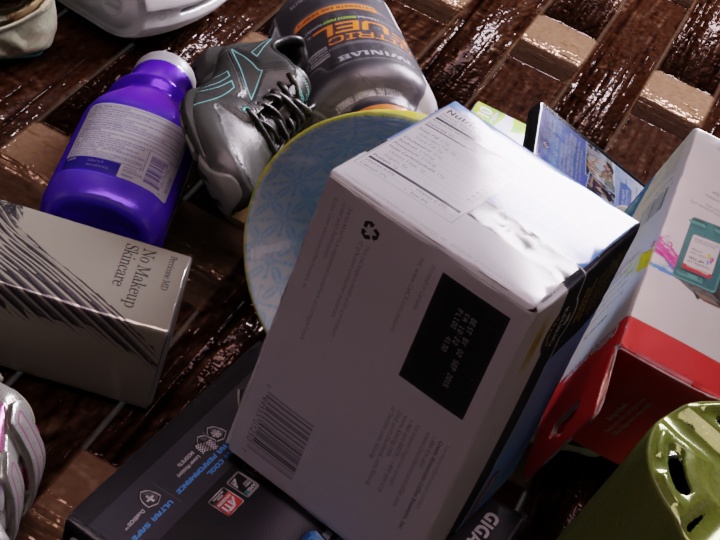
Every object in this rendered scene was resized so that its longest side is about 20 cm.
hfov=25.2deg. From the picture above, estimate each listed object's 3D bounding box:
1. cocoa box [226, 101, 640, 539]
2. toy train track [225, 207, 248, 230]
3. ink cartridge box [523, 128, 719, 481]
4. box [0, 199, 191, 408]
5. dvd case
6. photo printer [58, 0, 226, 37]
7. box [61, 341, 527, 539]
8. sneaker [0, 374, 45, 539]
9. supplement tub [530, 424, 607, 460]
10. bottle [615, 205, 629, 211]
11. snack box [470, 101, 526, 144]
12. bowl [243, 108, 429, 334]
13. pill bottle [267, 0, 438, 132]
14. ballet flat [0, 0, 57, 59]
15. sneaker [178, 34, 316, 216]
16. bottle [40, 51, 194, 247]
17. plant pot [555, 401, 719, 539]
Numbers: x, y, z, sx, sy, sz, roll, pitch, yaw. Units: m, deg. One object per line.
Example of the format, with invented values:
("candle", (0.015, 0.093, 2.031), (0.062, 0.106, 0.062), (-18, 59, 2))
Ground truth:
("cocoa box", (0.038, 0.037, 0.875), (0.133, 0.201, 0.131), (35, 37, 17))
("toy train track", (0.000, 0.000, 1.107), (0.199, 0.033, 0.115), (27, 76, -3))
("ink cartridge box", (0.169, 0.033, 0.923), (0.067, 0.116, 0.201), (27, 60, -2))
("box", (-0.209, 0.010, 0.977), (0.198, 0.069, 0.083), (16, 38, -6))
("dvd case", (0.192, -0.020, 1.170), (0.199, 0.018, 0.143), (36, 39, -19))
("photo printer", (-0.199, -0.270, 1.323), (0.199, 0.070, 0.166), (32, 38, 13))
("box", (-0.033, 0.151, 0.906), (0.198, 0.050, 0.200), (31, 39, 15))
("sneaker", (-0.204, 0.105, 0.848), (0.088, 0.082, 0.200), (-2, 39, -30))
("supplement tub", (0.195, 0.069, 1.051), (0.198, 0.123, 0.123), (14, 38, -9))
("bottle", (0.245, 0.003, 1.134), (0.199, 0.065, 0.084), (17, 56, -36))
("snack box", (0.111, -0.036, 1.196), (0.141, 0.053, 0.200), (26, 37, 7))
("bowl", (0.036, -0.014, 1.031), (0.199, 0.201, 0.108), (31, 27, 14))
("pill bottle", (-0.003, -0.128, 1.194), (0.105, 0.107, 0.201), (6, 32, -19))
("ballet flat", (-0.309, -0.180, 1.168), (0.199, 0.063, 0.067), (-21, 53, -41))
("sneaker", (-0.074, -0.109, 1.087), (0.079, 0.076, 0.201), (-19, 32, 9))
("bottle", (-0.156, -0.081, 1.103), (0.083, 0.066, 0.201), (18, 37, -6))
("plant pot", (0.172, 0.177, 0.852), (0.198, 0.191, 0.201), (12, 38, -10))
